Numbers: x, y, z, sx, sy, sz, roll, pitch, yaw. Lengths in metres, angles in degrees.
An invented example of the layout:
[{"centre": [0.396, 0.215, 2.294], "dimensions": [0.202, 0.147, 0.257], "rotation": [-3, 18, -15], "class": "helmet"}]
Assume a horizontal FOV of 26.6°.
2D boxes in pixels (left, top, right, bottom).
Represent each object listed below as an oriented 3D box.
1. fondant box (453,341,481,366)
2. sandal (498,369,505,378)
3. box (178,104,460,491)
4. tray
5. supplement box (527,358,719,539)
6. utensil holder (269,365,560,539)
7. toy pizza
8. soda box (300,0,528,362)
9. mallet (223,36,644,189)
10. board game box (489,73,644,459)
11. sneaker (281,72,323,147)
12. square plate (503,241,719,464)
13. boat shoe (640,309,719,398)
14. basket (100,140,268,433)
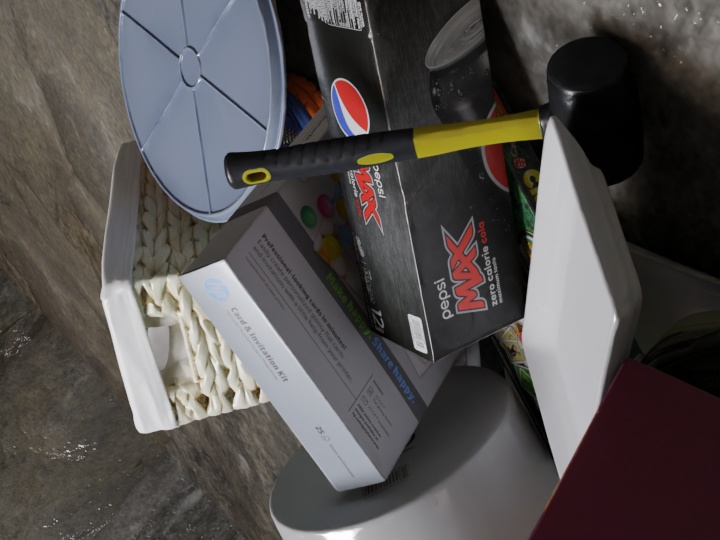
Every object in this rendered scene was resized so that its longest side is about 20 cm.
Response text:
[{"centre": [0.019, 0.043, 1.082], "dimensions": [0.144, 0.058, 0.201], "rotation": [35, 147, 40], "class": "fondant box"}, {"centre": [0.133, 0.089, 0.998], "dimensions": [0.076, 0.043, 0.200], "rotation": [62, 168, -11], "class": "sandal"}, {"centre": [0.000, 0.000, 0.871], "dimensions": [0.041, 0.200, 0.156], "rotation": [-18, 115, 38], "class": "box"}, {"centre": [0.104, 0.027, 0.717], "dimensions": [0.201, 0.022, 0.108], "rotation": [87, 173, -57], "class": "tray"}, {"centre": [0.133, 0.141, 0.705], "dimensions": [0.085, 0.111, 0.200], "rotation": [26, 158, 19], "class": "supplement box"}, {"centre": [0.059, 0.181, 0.898], "dimensions": [0.201, 0.169, 0.170], "rotation": [62, 160, -18], "class": "utensil holder"}, {"centre": [-0.098, -0.132, 0.984], "dimensions": [0.200, 0.032, 0.202], "rotation": [20, 115, 50], "class": "toy pizza"}, {"centre": [0.030, -0.060, 0.784], "dimensions": [0.063, 0.070, 0.201], "rotation": [25, 133, 54], "class": "soda box"}, {"centre": [0.032, -0.068, 0.707], "dimensions": [0.066, 0.198, 0.041], "rotation": [81, -172, -46], "class": "mallet"}, {"centre": [0.089, 0.001, 0.832], "dimensions": [0.201, 0.023, 0.105], "rotation": [63, 155, 4], "class": "board game box"}, {"centre": [-0.088, -0.104, 1.063], "dimensions": [0.200, 0.078, 0.076], "rotation": [23, 148, 56], "class": "sneaker"}, {"centre": [0.149, 0.062, 0.834], "dimensions": [0.200, 0.028, 0.199], "rotation": [29, 137, 47], "class": "square plate"}, {"centre": [0.190, 0.049, 0.663], "dimensions": [0.200, 0.066, 0.072], "rotation": [-13, 108, 59], "class": "boat shoe"}, {"centre": [-0.110, 0.001, 1.105], "dimensions": [0.201, 0.122, 0.136], "rotation": [-95, -3, -55], "class": "basket"}]
